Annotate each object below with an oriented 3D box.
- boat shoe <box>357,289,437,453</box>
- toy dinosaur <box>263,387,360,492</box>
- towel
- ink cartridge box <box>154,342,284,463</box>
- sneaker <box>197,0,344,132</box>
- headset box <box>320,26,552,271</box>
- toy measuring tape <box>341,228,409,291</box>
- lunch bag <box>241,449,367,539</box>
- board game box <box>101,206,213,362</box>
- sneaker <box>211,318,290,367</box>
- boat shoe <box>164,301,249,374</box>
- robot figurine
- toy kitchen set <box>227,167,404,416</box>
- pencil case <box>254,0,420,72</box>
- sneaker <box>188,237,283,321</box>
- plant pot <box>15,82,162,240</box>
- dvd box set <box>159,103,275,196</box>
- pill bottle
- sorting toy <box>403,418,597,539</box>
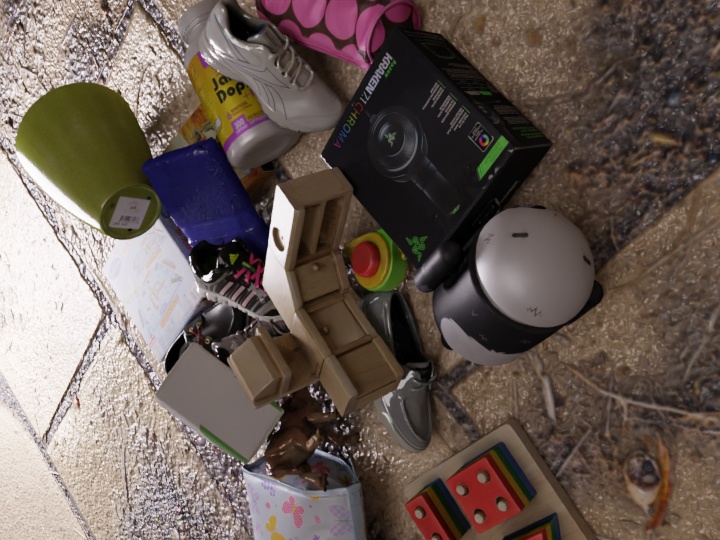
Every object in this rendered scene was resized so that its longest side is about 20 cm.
[{"bbox_3d":[0.053,0.121,0.849,0.071,0.069,0.205,-22,84,44],"label":"boat shoe"},{"bbox_3d":[-0.090,0.225,0.927,0.133,0.200,0.087,-3,113,26],"label":"toy dinosaur"},{"bbox_3d":[-0.198,-0.083,0.960,0.145,0.050,0.202,-7,125,35],"label":"towel"},{"bbox_3d":[-0.196,0.180,0.936,0.145,0.085,0.200,38,160,-5],"label":"ink cartridge box"},{"bbox_3d":[-0.101,-0.236,0.815,0.198,0.075,0.087,33,155,-10],"label":"sneaker"},{"bbox_3d":[0.079,-0.123,0.748,0.201,0.092,0.175,51,127,19],"label":"headset box"},{"bbox_3d":[0.000,0.000,0.862,0.198,0.073,0.075,-22,88,46],"label":"toy measuring tape"},{"bbox_3d":[-0.058,0.349,0.961,0.198,0.126,0.173,0,102,49],"label":"lunch bag"},{"bbox_3d":[-0.326,0.011,1.133,0.201,0.041,0.200,53,127,15],"label":"board game box"},{"bbox_3d":[-0.139,0.094,0.961,0.200,0.115,0.076,-42,76,37],"label":"sneaker"},{"bbox_3d":[-0.238,0.108,1.079,0.201,0.063,0.074,-44,72,35],"label":"boat shoe"},{"bbox_3d":[0.146,0.018,0.699,0.126,0.148,0.201,58,152,14],"label":"robot figurine"},{"bbox_3d":[-0.058,0.039,0.758,0.201,0.161,0.182,53,148,27],"label":"toy kitchen set"},{"bbox_3d":[-0.032,-0.289,0.800,0.198,0.091,0.095,29,83,31],"label":"pencil case"},{"bbox_3d":[-0.151,0.006,0.920,0.197,0.074,0.088,12,144,28],"label":"sneaker"},{"bbox_3d":[-0.374,-0.140,1.018,0.200,0.185,0.189,45,125,31],"label":"plant pot"},{"bbox_3d":[-0.220,-0.150,1.017,0.199,0.029,0.148,-36,79,37],"label":"dvd box set"},{"bbox_3d":[-0.162,-0.243,0.900,0.104,0.104,0.203,-33,81,38],"label":"pill bottle"},{"bbox_3d":[0.155,0.315,0.820,0.200,0.069,0.200,-43,75,36],"label":"sorting toy"}]
